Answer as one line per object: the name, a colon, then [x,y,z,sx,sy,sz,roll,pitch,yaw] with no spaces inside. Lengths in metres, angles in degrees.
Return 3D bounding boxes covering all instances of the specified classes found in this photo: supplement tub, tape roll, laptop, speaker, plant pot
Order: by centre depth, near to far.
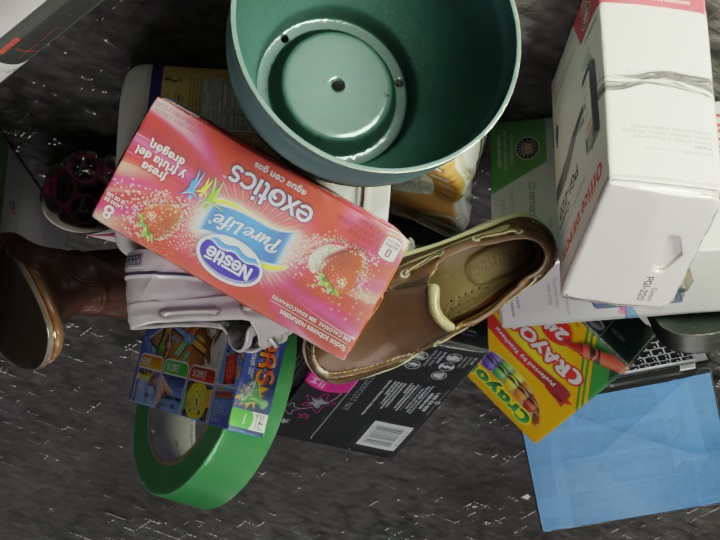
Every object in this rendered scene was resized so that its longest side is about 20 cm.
speaker: [-0.215,-0.205,1.397,0.081,0.082,0.199,29,136,-35]
plant pot: [-0.004,-0.142,1.403,0.199,0.202,0.134,9,162,-12]
supplement tub: [-0.079,-0.076,1.522,0.198,0.146,0.146,3,145,-4]
tape roll: [-0.125,0.098,1.726,0.048,0.202,0.200,19,142,-27]
laptop: [0.222,0.127,1.837,0.186,0.117,0.200,-12,144,17]

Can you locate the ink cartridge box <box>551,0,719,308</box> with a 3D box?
ink cartridge box: [0.191,-0.095,1.441,0.084,0.201,0.146,5,145,-7]

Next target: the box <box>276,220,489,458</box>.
box: [0.012,0.057,1.742,0.131,0.115,0.200,12,145,-19]

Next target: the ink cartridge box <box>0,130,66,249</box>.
ink cartridge box: [-0.297,-0.042,1.611,0.059,0.104,0.200,-9,144,12]

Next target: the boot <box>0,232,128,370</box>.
boot: [-0.178,0.024,1.519,0.199,0.186,0.065,8,114,-30]

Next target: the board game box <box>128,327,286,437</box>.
board game box: [-0.119,0.053,1.643,0.034,0.136,0.200,15,176,-28]

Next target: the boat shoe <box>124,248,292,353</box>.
boat shoe: [-0.082,0.029,1.505,0.199,0.066,0.073,7,168,-23]

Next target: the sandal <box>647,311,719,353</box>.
sandal: [0.244,0.003,1.621,0.075,0.201,0.048,-8,115,-12]

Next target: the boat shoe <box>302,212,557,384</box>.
boat shoe: [0.047,0.019,1.463,0.202,0.075,0.075,-32,99,4]

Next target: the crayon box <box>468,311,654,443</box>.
crayon box: [0.148,0.066,1.741,0.127,0.051,0.200,44,145,3]

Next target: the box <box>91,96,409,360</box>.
box: [-0.074,-0.031,1.401,0.199,0.096,0.100,30,-177,-4]

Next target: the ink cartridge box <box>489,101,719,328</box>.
ink cartridge box: [0.201,-0.043,1.564,0.198,0.146,0.088,-3,143,8]

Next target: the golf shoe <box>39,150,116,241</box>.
golf shoe: [-0.156,-0.055,1.635,0.198,0.073,0.092,8,170,-10]

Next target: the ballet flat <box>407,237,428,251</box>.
ballet flat: [0.000,0.000,1.590,0.199,0.073,0.073,7,150,24]

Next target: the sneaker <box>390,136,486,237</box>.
sneaker: [0.066,-0.088,1.569,0.075,0.088,0.200,25,166,0]
